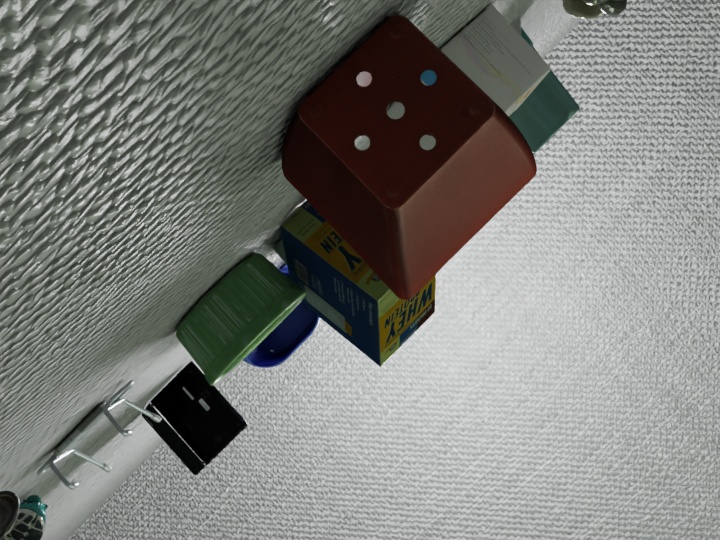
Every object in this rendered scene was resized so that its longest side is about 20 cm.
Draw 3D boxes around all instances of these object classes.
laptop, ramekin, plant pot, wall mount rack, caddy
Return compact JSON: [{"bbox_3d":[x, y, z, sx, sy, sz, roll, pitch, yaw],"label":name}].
[{"bbox_3d":[-0.349,0.312,2.168,0.200,0.177,0.103,-44,179,9],"label":"laptop"},{"bbox_3d":[-0.184,0.068,1.561,0.200,0.098,0.200,-44,179,-1],"label":"ramekin"},{"bbox_3d":[0.041,-0.124,1.002,0.200,0.200,0.176,-43,167,-4],"label":"plant pot"},{"bbox_3d":[-0.389,0.257,1.581,0.200,0.075,0.174,-44,179,4],"label":"wall mount rack"},{"bbox_3d":[0.288,-0.318,1.921,0.200,0.196,0.200,-43,178,-2],"label":"plant pot"},{"bbox_3d":[-0.159,0.087,1.942,0.200,0.141,0.105,-45,-179,14],"label":"caddy"}]

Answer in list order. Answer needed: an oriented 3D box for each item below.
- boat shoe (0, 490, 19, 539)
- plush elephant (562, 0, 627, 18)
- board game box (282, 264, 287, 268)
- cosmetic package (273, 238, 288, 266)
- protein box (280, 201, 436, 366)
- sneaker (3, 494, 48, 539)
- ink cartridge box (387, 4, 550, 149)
[{"bbox_3d":[-0.503,0.357,1.308,0.060,0.074,0.200,-45,-178,41],"label":"boat shoe"},{"bbox_3d":[0.324,-0.423,1.407,0.198,0.168,0.154,2,-175,-42],"label":"plush elephant"},{"bbox_3d":[-0.117,-0.012,2.163,0.200,0.043,0.199,-45,179,5],"label":"board game box"},{"bbox_3d":[-0.097,-0.043,1.760,0.082,0.051,0.200,-42,178,-2],"label":"cosmetic package"},{"bbox_3d":[0.000,0.000,1.589,0.135,0.199,0.200,-43,154,-23],"label":"protein box"},{"bbox_3d":[-0.551,0.404,1.703,0.200,0.077,0.080,-38,-157,58],"label":"sneaker"},{"bbox_3d":[0.158,-0.257,1.451,0.200,0.125,0.129,-43,178,-24],"label":"ink cartridge box"}]
